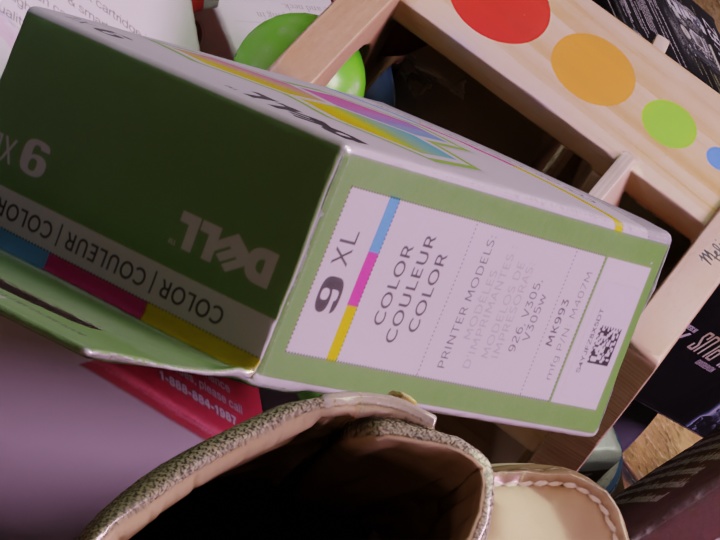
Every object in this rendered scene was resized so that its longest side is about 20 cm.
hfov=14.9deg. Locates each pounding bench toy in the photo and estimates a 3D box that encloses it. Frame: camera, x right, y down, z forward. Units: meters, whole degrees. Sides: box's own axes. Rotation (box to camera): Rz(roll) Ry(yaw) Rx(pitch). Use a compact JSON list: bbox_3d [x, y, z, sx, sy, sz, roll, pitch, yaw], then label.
[{"bbox_3d":[0.013,0.000,0.826,0.156,0.124,0.200,37,50,5],"label":"pounding bench toy"}]

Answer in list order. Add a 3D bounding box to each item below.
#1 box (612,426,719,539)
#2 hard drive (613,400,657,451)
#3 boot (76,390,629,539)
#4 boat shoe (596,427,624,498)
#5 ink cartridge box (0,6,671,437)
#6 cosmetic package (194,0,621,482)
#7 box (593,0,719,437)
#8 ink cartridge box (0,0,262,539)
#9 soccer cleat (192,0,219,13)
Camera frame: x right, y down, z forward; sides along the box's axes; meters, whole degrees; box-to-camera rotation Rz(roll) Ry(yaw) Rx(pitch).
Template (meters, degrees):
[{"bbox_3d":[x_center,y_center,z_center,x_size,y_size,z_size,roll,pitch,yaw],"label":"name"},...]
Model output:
[{"bbox_3d":[0.153,0.131,0.901,0.165,0.200,0.166,58,-7,3],"label":"box"},{"bbox_3d":[0.079,-0.022,1.269,0.200,0.042,0.135,54,19,-8],"label":"hard drive"},{"bbox_3d":[0.004,0.072,0.651,0.199,0.155,0.072,-11,74,-27],"label":"boot"},{"bbox_3d":[0.050,0.046,1.068,0.200,0.072,0.073,-110,-179,-53],"label":"boat shoe"},{"bbox_3d":[-0.024,-0.013,0.651,0.104,0.059,0.200,26,8,36],"label":"ink cartridge box"},{"bbox_3d":[0.000,0.000,0.960,0.101,0.074,0.201,1,56,-37],"label":"cosmetic package"},{"bbox_3d":[0.123,-0.043,1.212,0.164,0.086,0.200,28,35,-54],"label":"box"},{"bbox_3d":[-0.110,-0.034,0.758,0.147,0.085,0.200,35,31,-43],"label":"ink cartridge box"},{"bbox_3d":[-0.086,-0.135,0.869,0.085,0.200,0.069,-6,47,-19],"label":"soccer cleat"}]
